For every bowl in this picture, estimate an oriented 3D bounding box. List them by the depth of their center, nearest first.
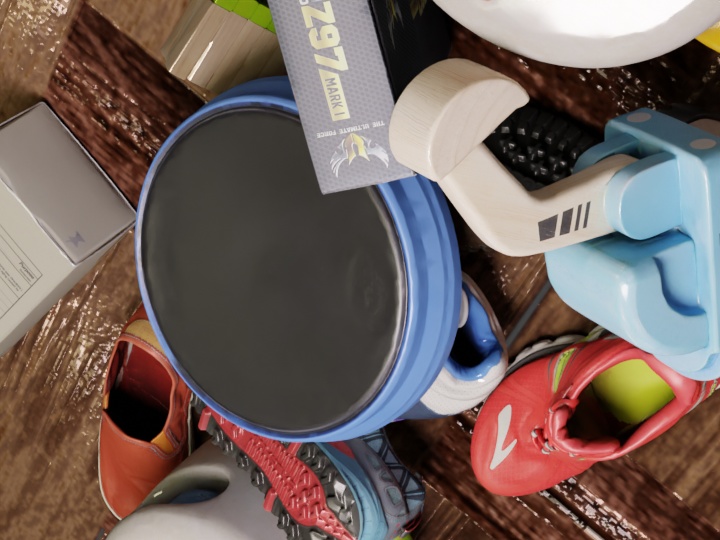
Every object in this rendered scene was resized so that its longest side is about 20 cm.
[{"bbox_3d":[-0.040,-0.002,1.065,0.200,0.039,0.202,10,108,33],"label":"bowl"}]

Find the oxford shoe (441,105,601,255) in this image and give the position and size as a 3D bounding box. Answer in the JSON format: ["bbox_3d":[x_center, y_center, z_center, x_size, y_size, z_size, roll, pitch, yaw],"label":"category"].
[{"bbox_3d":[0.067,-0.044,1.073,0.199,0.073,0.085,19,144,26],"label":"oxford shoe"}]

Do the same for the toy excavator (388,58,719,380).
[{"bbox_3d":[0.117,-0.023,0.930,0.100,0.199,0.195,31,137,52],"label":"toy excavator"}]

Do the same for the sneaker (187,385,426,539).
[{"bbox_3d":[-0.032,0.092,1.209,0.200,0.095,0.079,56,128,30],"label":"sneaker"}]

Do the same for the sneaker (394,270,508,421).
[{"bbox_3d":[0.000,0.000,1.110,0.200,0.081,0.146,49,149,-11],"label":"sneaker"}]

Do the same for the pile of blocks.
[{"bbox_3d":[-0.062,-0.190,1.080,0.062,0.082,0.201,-121,37,-56],"label":"pile of blocks"}]

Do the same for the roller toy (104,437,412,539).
[{"bbox_3d":[-0.070,0.207,1.264,0.182,0.140,0.201,28,130,19],"label":"roller toy"}]

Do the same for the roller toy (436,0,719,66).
[{"bbox_3d":[0.103,-0.187,0.869,0.182,0.140,0.201,-5,116,24],"label":"roller toy"}]

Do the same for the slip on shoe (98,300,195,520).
[{"bbox_3d":[-0.144,0.097,1.303,0.074,0.061,0.201,30,132,14],"label":"slip on shoe"}]

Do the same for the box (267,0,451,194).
[{"bbox_3d":[-0.003,-0.146,0.959,0.051,0.200,0.158,-10,111,12],"label":"box"}]

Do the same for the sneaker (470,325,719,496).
[{"bbox_3d":[0.119,0.075,1.087,0.077,0.085,0.200,50,133,-1],"label":"sneaker"}]

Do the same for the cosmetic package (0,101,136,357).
[{"bbox_3d":[-0.242,-0.010,1.297,0.105,0.071,0.200,51,133,-2],"label":"cosmetic package"}]
